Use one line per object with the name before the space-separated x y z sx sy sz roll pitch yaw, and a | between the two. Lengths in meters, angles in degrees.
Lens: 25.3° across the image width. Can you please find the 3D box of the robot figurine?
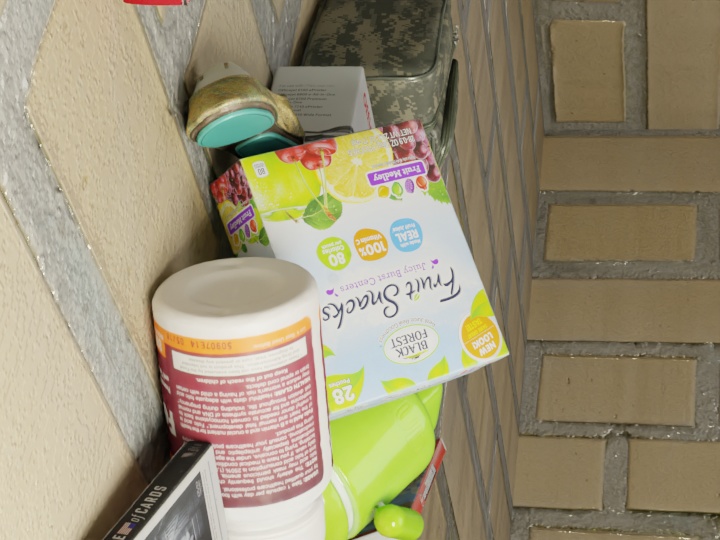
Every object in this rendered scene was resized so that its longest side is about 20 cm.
robot figurine | -0.021 0.146 1.272 0.200 0.175 0.116 -39 155 -34

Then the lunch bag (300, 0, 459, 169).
lunch bag | 0.026 -0.166 1.545 0.200 0.139 0.168 -80 167 -51

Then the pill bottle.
pill bottle | -0.079 0.102 1.114 0.114 0.114 0.201 -64 152 -65

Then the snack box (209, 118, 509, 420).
snack box | 0.000 0.000 1.216 0.068 0.168 0.201 -31 -102 58

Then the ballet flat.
ballet flat | -0.091 -0.121 1.192 0.200 0.070 0.071 21 70 -77

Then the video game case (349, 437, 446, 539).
video game case | -0.003 0.213 1.433 0.017 0.143 0.200 65 17 -10

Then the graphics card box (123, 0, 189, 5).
graphics card box | -0.129 -0.282 1.002 0.126 0.051 0.201 68 27 -62

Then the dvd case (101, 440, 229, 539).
dvd case | -0.131 0.221 1.005 0.200 0.025 0.151 -51 139 -59

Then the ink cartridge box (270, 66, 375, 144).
ink cartridge box | -0.039 -0.056 1.374 0.145 0.083 0.200 77 17 -49
